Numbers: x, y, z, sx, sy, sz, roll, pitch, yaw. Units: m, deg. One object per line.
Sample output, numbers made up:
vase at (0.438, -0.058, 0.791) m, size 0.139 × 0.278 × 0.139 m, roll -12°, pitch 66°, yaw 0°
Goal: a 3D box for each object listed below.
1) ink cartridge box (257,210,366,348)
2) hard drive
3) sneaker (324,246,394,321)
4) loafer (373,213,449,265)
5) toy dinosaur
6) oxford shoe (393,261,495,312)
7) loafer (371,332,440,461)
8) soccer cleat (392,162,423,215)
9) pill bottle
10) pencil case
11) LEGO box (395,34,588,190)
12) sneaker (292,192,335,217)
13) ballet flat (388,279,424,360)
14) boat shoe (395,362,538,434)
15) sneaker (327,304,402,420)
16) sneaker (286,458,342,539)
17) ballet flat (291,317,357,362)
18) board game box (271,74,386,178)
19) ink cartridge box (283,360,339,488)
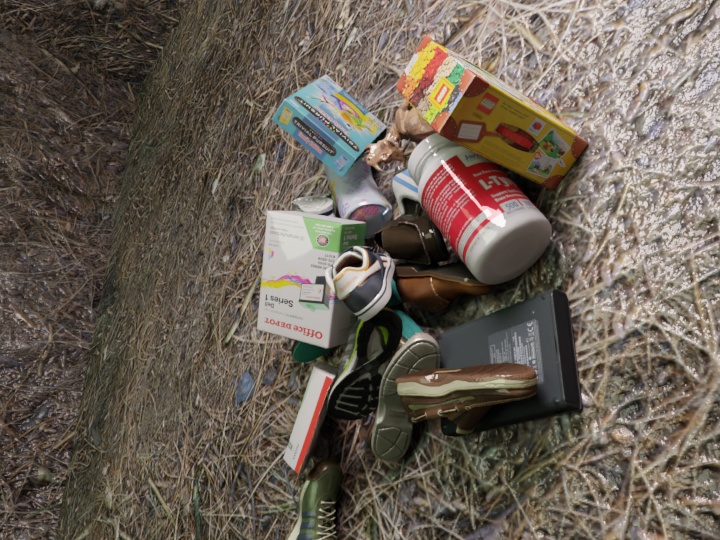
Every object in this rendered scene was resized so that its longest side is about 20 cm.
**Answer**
ink cartridge box at (-0.081, 0.012, 1.054) m, size 0.144 × 0.084 × 0.201 m, roll 11°, pitch 100°, yaw 27°
hard drive at (0.173, 0.120, 0.806) m, size 0.200 × 0.033 × 0.140 m, roll -29°, pitch 51°, yaw 47°
sneaker at (0.000, 0.000, 0.930) m, size 0.078 × 0.079 × 0.200 m, roll -43°, pitch 11°, yaw 10°
loafer at (0.070, -0.039, 0.964) m, size 0.200 × 0.071 × 0.073 m, roll -163°, pitch 51°, yaw -76°
toy dinosaur at (0.102, -0.233, 1.048) m, size 0.200 × 0.086 × 0.136 m, roll -18°, pitch 60°, yaw 47°
oxford shoe at (0.121, 0.025, 0.919) m, size 0.200 × 0.071 × 0.072 m, roll 2°, pitch 101°, yaw 59°
loafer at (0.057, 0.168, 0.907) m, size 0.063 × 0.072 × 0.201 m, roll -90°, pitch 15°, yaw -68°
soccer cleat at (0.125, -0.138, 0.990) m, size 0.200 × 0.070 × 0.087 m, roll -19°, pitch 77°, yaw 53°
pill bottle at (0.145, -0.088, 0.842) m, size 0.112 × 0.112 × 0.200 m, roll -53°, pitch 50°, yaw 27°
pencil case at (-0.007, -0.146, 1.168) m, size 0.200 × 0.090 × 0.083 m, roll -107°, pitch 12°, yaw -44°
LEGO box at (0.163, -0.199, 0.824) m, size 0.077 × 0.199 × 0.149 m, roll -57°, pitch 35°, yaw 23°
sneaker at (-0.078, -0.094, 1.193) m, size 0.200 × 0.076 × 0.081 m, roll -100°, pitch -5°, yaw -73°
ballet flat at (0.042, 0.075, 1.006) m, size 0.070 × 0.069 × 0.200 m, roll -56°, pitch 36°, yaw 23°
boat shoe at (0.129, 0.155, 0.775) m, size 0.202 × 0.075 × 0.075 m, roll -15°, pitch 86°, yaw 52°
sneaker at (0.006, 0.130, 0.944) m, size 0.081 × 0.074 × 0.201 m, roll -96°, pitch 28°, yaw -67°
sneaker at (-0.059, 0.400, 0.998) m, size 0.090 × 0.067 × 0.201 m, roll 28°, pitch 98°, yaw 50°
ballet flat at (-0.046, 0.083, 1.137) m, size 0.200 × 0.068 × 0.069 m, roll -41°, pitch 32°, yaw 24°
board game box at (-0.047, -0.258, 1.141) m, size 0.047 × 0.151 × 0.200 m, roll -48°, pitch 5°, yaw 32°
ink cartridge box at (-0.084, 0.236, 1.032) m, size 0.200 × 0.050 × 0.162 m, roll 23°, pitch -94°, yaw -85°
